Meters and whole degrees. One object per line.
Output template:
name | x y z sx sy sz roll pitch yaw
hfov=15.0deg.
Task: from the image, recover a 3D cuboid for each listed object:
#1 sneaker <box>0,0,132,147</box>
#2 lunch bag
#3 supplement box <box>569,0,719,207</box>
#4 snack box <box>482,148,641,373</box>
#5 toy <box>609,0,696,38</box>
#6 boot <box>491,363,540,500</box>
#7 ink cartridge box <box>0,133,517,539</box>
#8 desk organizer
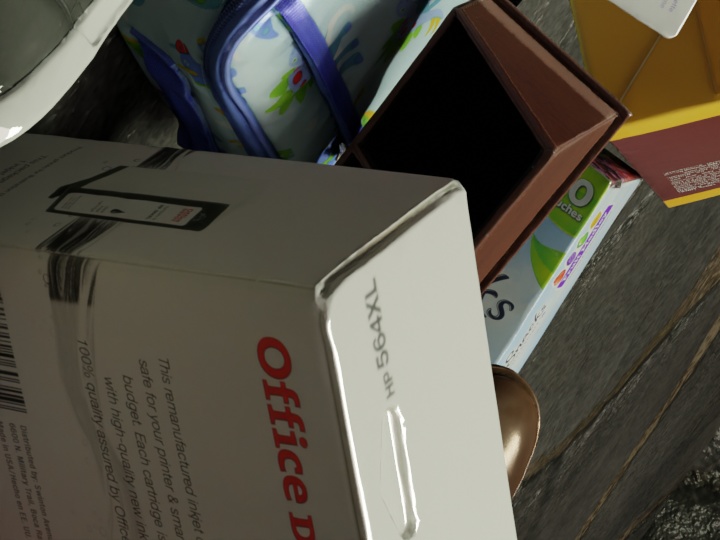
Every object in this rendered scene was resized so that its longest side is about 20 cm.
sneaker | -0.094 -0.121 0.730 0.200 0.070 0.100 -69 149 -53
lunch bag | -0.011 -0.112 0.985 0.161 0.082 0.200 -48 163 -8
supplement box | 0.153 -0.148 1.103 0.132 0.199 0.200 -14 170 12
snack box | 0.006 0.004 1.164 0.201 0.142 0.053 -58 165 16
toy | 0.035 -0.170 0.807 0.116 0.199 0.047 -59 -164 0
boot | 0.035 0.107 0.951 0.187 0.064 0.200 -50 -167 -15
ink cartridge box | -0.057 0.042 0.869 0.084 0.199 0.147 -37 126 -46
desk organizer | 0.000 0.000 0.974 0.200 0.072 0.077 -51 171 24
